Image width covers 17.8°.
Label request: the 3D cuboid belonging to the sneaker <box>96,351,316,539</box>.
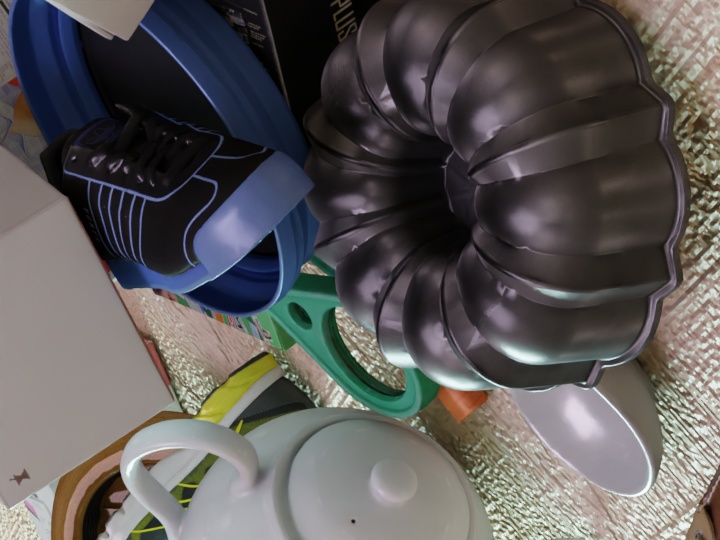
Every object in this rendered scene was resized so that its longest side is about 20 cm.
[{"bbox_3d":[-0.095,0.149,1.449,0.085,0.200,0.074,39,-166,9],"label":"sneaker"}]

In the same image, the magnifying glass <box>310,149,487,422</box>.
[{"bbox_3d":[0.000,0.000,1.278,0.200,0.022,0.080,50,153,5],"label":"magnifying glass"}]

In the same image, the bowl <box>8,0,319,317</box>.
[{"bbox_3d":[-0.095,-0.069,1.139,0.200,0.039,0.201,38,152,25],"label":"bowl"}]

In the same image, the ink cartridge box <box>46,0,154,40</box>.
[{"bbox_3d":[-0.114,-0.223,0.990,0.144,0.200,0.084,36,-174,29],"label":"ink cartridge box"}]

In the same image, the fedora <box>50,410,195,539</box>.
[{"bbox_3d":[-0.108,0.176,1.548,0.200,0.082,0.202,5,104,19],"label":"fedora"}]

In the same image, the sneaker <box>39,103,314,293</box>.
[{"bbox_3d":[-0.093,-0.038,1.049,0.078,0.070,0.200,50,156,-14],"label":"sneaker"}]

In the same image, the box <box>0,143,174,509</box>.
[{"bbox_3d":[-0.191,0.010,1.140,0.200,0.097,0.125,35,154,58],"label":"box"}]

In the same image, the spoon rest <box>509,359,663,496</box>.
[{"bbox_3d":[0.101,0.035,1.114,0.099,0.061,0.201,30,144,38],"label":"spoon rest"}]

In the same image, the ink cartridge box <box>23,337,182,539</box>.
[{"bbox_3d":[-0.172,0.152,1.627,0.067,0.116,0.201,21,140,48],"label":"ink cartridge box"}]

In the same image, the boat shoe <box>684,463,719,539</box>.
[{"bbox_3d":[0.185,0.146,1.096,0.076,0.074,0.200,37,149,29],"label":"boat shoe"}]

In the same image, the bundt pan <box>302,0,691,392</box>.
[{"bbox_3d":[0.047,-0.035,1.022,0.201,0.076,0.203,18,114,44],"label":"bundt pan"}]

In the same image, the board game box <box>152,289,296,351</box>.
[{"bbox_3d":[-0.106,-0.055,1.371,0.134,0.029,0.201,21,139,45],"label":"board game box"}]

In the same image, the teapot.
[{"bbox_3d":[-0.007,0.149,1.292,0.198,0.199,0.146,55,147,20],"label":"teapot"}]

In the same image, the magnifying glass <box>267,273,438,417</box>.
[{"bbox_3d":[-0.036,0.019,1.288,0.200,0.022,0.080,32,145,32],"label":"magnifying glass"}]

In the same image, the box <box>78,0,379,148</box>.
[{"bbox_3d":[-0.081,-0.173,1.126,0.200,0.086,0.164,28,144,39],"label":"box"}]

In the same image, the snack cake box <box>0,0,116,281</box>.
[{"bbox_3d":[-0.166,-0.094,1.259,0.200,0.115,0.067,56,161,-4],"label":"snack cake box"}]
